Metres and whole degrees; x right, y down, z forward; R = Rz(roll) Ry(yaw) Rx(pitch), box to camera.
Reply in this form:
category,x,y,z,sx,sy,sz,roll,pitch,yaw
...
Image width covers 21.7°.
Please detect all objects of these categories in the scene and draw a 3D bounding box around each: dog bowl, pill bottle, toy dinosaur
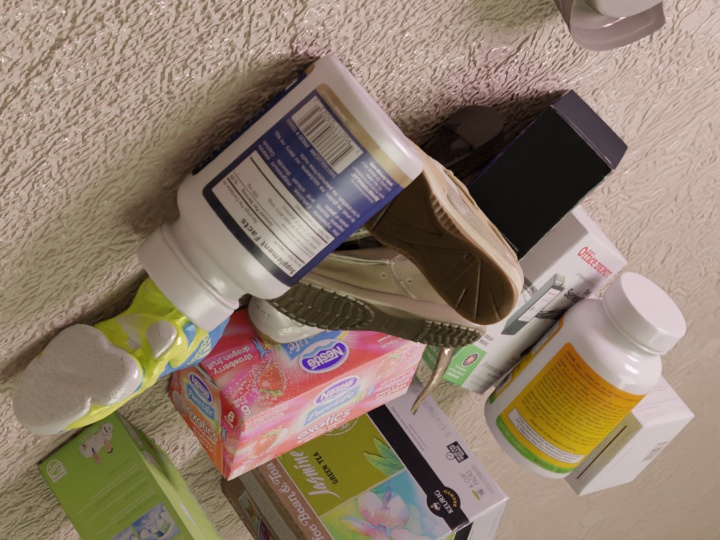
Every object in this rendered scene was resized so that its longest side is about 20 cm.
category,x,y,z,sx,sy,sz,roll,pitch,yaw
dog bowl,0.224,-0.263,1.448,0.199,0.059,0.200,-32,156,-16
pill bottle,0.220,0.099,1.813,0.111,0.111,0.200,-3,140,-53
pill bottle,-0.062,-0.051,1.353,0.200,0.111,0.111,-41,156,6
toy dinosaur,0.081,0.027,1.674,0.201,0.047,0.088,-65,152,-12

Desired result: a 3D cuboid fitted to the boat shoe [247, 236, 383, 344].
category,x,y,z,sx,sy,sz,roll,pitch,yaw
boat shoe,0.000,0.000,1.581,0.199,0.071,0.069,-24,153,-27

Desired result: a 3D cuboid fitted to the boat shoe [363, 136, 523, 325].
category,x,y,z,sx,sy,sz,roll,pitch,yaw
boat shoe,0.052,-0.047,1.453,0.072,0.200,0.065,-41,-176,28

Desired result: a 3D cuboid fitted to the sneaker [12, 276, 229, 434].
category,x,y,z,sx,sy,sz,roll,pitch,yaw
sneaker,-0.173,0.071,1.457,0.199,0.076,0.105,-35,157,-10

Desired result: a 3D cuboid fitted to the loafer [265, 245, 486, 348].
category,x,y,z,sx,sy,sz,roll,pitch,yaw
loafer,0.008,0.010,1.517,0.199,0.069,0.076,15,151,-17

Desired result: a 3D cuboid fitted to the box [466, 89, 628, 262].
category,x,y,z,sx,sy,sz,roll,pitch,yaw
box,0.145,-0.072,1.569,0.141,0.079,0.200,-42,179,14

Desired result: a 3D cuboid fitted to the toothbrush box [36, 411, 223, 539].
category,x,y,z,sx,sy,sz,roll,pitch,yaw
toothbrush box,-0.171,0.236,1.599,0.086,0.200,0.146,-37,157,-2

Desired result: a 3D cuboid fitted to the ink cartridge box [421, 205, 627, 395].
category,x,y,z,sx,sy,sz,roll,pitch,yaw
ink cartridge box,0.143,0.016,1.794,0.200,0.084,0.146,-43,157,9

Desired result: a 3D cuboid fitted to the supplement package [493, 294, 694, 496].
category,x,y,z,sx,sy,sz,roll,pitch,yaw
supplement package,0.227,0.116,1.948,0.109,0.200,0.114,-4,140,-52

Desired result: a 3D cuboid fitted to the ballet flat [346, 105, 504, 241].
category,x,y,z,sx,sy,sz,roll,pitch,yaw
ballet flat,0.039,-0.070,1.522,0.200,0.067,0.047,-34,148,-26

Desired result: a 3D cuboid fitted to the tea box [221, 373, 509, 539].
category,x,y,z,sx,sy,sz,roll,pitch,yaw
tea box,0.000,0.216,1.806,0.196,0.200,0.134,-28,155,-24

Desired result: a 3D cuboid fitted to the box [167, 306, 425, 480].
category,x,y,z,sx,sy,sz,roll,pitch,yaw
box,-0.053,0.082,1.614,0.199,0.103,0.095,-23,152,-29
